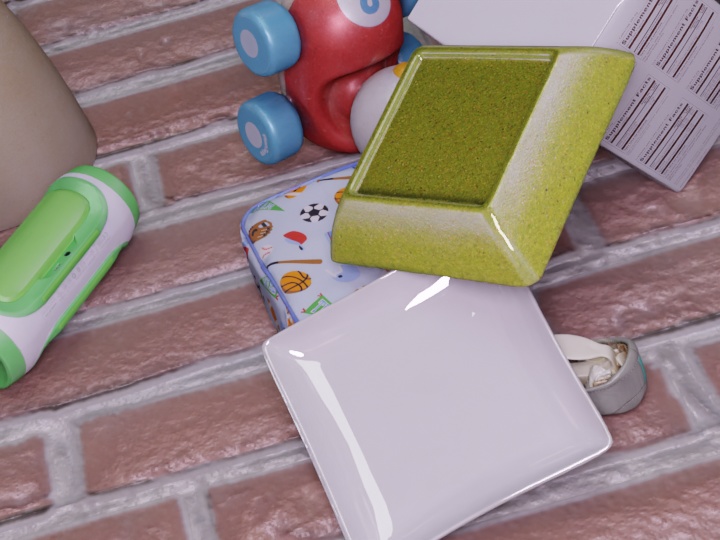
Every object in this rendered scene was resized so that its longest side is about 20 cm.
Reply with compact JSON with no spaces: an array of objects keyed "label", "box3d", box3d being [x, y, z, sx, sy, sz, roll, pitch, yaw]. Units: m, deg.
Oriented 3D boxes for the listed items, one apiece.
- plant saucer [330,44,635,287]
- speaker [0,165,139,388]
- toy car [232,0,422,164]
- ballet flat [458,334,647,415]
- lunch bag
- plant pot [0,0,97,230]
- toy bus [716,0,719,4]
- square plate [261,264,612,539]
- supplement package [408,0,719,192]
[{"label":"plant saucer","box3d":[0.076,-0.093,1.212,0.200,0.048,0.200,8,64,42]},{"label":"speaker","box3d":[-0.267,0.003,1.389,0.088,0.089,0.200,13,50,26]},{"label":"toy car","box3d":[0.023,-0.156,1.413,0.184,0.177,0.200,-28,48,-30]},{"label":"ballet flat","box3d":[0.111,0.074,1.230,0.199,0.064,0.068,-4,44,12]},{"label":"lunch bag","box3d":[0.000,0.000,1.330,0.160,0.076,0.200,-21,43,-11]},{"label":"plant pot","box3d":[-0.358,-0.167,1.504,0.187,0.200,0.188,-8,44,7]},{"label":"toy bus","box3d":[0.249,-0.259,1.525,0.199,0.078,0.065,-13,43,2]},{"label":"square plate","box3d":[0.052,0.091,1.191,0.200,0.028,0.199,-29,65,6]},{"label":"supplement package","box3d":[0.188,-0.193,1.355,0.191,0.200,0.147,41,102,42]}]
